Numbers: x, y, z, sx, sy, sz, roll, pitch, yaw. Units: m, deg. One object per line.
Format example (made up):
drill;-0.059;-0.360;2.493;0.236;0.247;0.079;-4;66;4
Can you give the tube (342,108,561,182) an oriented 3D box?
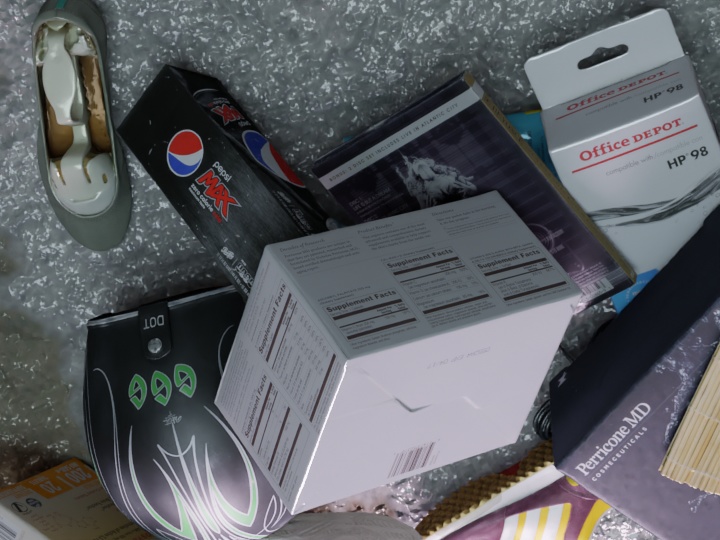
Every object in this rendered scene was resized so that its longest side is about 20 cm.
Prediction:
tube;0.087;-0.082;1.646;0.198;0.051;0.078;-5;125;2

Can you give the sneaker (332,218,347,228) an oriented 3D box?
sneaker;0.000;0.000;1.678;0.086;0.078;0.201;-34;109;0

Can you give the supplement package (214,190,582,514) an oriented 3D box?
supplement package;0.024;0.054;1.539;0.199;0.111;0.156;-14;141;-33

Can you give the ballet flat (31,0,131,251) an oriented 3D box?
ballet flat;-0.212;-0.101;1.655;0.067;0.064;0.202;-3;110;6

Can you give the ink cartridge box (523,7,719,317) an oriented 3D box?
ink cartridge box;0.202;-0.072;1.603;0.115;0.067;0.201;-21;120;12

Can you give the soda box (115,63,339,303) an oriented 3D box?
soda box;-0.087;-0.055;1.604;0.071;0.063;0.200;-49;61;19

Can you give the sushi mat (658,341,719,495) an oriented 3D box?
sushi mat;0.279;0.071;1.505;0.095;0.012;0.201;16;119;-8

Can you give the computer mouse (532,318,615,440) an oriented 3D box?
computer mouse;0.114;0.028;1.683;0.110;0.044;0.200;-42;101;18

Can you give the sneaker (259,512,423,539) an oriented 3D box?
sneaker;-0.033;0.251;1.743;0.199;0.077;0.112;-1;109;26

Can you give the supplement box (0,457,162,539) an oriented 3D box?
supplement box;-0.187;0.234;1.708;0.199;0.126;0.074;32;111;18

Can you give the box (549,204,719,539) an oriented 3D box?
box;0.270;0.097;1.596;0.199;0.118;0.197;34;116;-15

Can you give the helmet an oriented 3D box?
helmet;-0.112;0.111;1.668;0.199;0.200;0.192;-14;91;10

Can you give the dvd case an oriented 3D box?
dvd case;0.080;-0.035;1.605;0.148;0.016;0.200;-29;113;35

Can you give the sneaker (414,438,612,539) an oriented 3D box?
sneaker;0.129;0.195;1.726;0.199;0.075;0.090;-31;99;16
